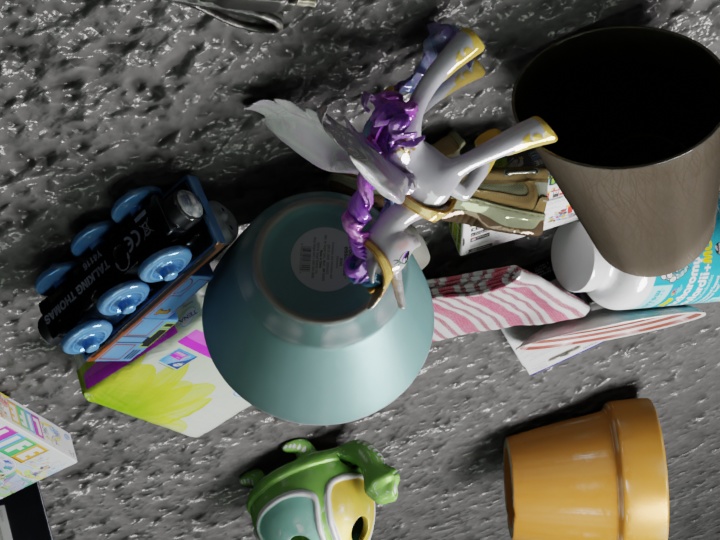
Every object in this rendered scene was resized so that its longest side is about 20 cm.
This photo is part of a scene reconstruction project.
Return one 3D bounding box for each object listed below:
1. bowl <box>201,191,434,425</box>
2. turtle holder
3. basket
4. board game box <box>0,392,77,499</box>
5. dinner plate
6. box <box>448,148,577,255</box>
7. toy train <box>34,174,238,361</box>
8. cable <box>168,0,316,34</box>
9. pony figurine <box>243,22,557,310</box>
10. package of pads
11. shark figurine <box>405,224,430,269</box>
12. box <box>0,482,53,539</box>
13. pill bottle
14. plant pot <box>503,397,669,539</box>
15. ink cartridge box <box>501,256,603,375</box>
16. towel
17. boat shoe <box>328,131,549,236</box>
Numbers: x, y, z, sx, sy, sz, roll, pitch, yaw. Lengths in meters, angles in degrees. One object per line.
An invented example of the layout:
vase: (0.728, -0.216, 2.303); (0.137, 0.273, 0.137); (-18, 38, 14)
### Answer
bowl: (-0.034, 0.016, 1.460); (0.198, 0.203, 0.105); (-16, 155, -10)
turtle holder: (-0.035, 0.270, 2.003); (0.184, 0.133, 0.141); (-22, 153, 3)
basket: (0.235, -0.091, 1.488); (0.178, 0.137, 0.200); (5, 153, 22)
board game box: (-0.376, 0.170, 1.685); (0.133, 0.035, 0.200); (-26, 153, 9)
dinner plate: (0.255, 0.055, 1.815); (0.198, 0.025, 0.200); (-11, 171, -2)
box: (0.181, -0.081, 1.623); (0.198, 0.035, 0.110); (-17, 153, -8)
toy train: (-0.184, 0.000, 1.465); (0.200, 0.087, 0.114); (-40, 157, 28)
cable: (-0.112, -0.204, 1.209); (0.198, 0.051, 0.097); (5, 163, -20)
pony figurine: (0.029, -0.092, 1.362); (0.200, 0.166, 0.193); (-46, 117, -6)
package of pads: (-0.157, 0.083, 1.644); (0.154, 0.069, 0.200); (-32, 151, 19)
shark figurine: (-0.012, -0.005, 1.571); (0.212, 0.090, 0.129); (-10, 150, -26)
box: (-0.397, 0.313, 1.855); (0.146, 0.105, 0.201); (-12, 152, -17)
pill bottle: (0.286, -0.019, 1.727); (0.198, 0.112, 0.111); (-4, 149, -30)
plant pot: (0.271, 0.262, 2.169); (0.181, 0.202, 0.201); (-3, 152, -1)
ink cartridge box: (0.197, 0.049, 1.873); (0.094, 0.037, 0.200); (-25, 150, 6)
towel: (0.107, 0.039, 1.720); (0.198, 0.030, 0.146); (-11, 161, 34)
boat shoe: (0.070, -0.082, 1.516); (0.198, 0.077, 0.072); (9, -175, -22)
